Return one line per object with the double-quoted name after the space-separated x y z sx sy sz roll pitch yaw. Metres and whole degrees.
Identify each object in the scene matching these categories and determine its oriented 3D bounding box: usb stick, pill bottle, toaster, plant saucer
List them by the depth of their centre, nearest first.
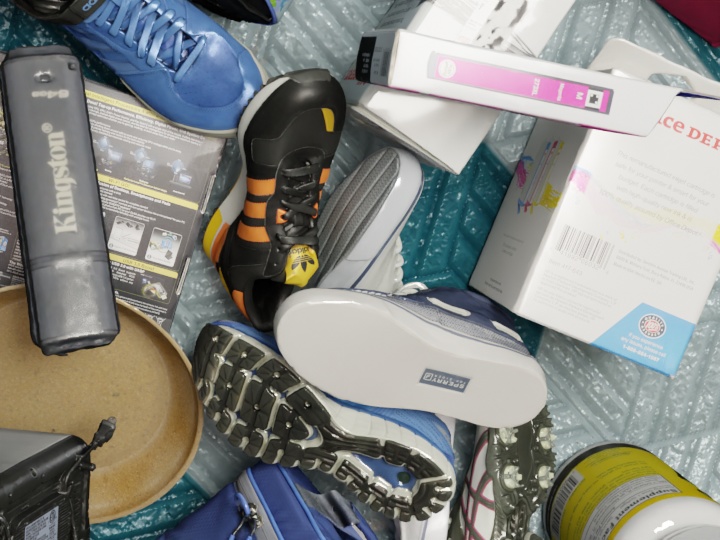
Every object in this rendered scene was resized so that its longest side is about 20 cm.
-0.247 0.195 0.725 0.118 0.200 0.183 7 98 12 "toaster"
-0.193 -0.046 0.744 0.055 0.033 0.202 -8 80 -11 "usb stick"
-0.207 0.088 0.811 0.198 0.036 0.202 -1 118 -2 "plant saucer"
0.212 0.203 0.834 0.113 0.200 0.115 -1 99 -9 "pill bottle"

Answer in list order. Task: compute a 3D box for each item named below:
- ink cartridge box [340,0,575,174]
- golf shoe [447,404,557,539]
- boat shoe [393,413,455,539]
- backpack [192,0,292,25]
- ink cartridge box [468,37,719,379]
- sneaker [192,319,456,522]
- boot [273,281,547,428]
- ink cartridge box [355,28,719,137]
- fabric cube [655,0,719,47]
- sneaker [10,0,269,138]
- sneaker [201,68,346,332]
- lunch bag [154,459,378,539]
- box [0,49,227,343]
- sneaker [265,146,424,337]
0.072 -0.171 0.785 0.083 0.144 0.201 34 93 -12 "ink cartridge box"
0.097 0.171 0.873 0.077 0.088 0.202 15 70 -44 "golf shoe"
0.032 0.139 0.869 0.065 0.074 0.202 4 87 -6 "boat shoe"
-0.093 -0.261 0.724 0.147 0.183 0.200 -46 123 -6 "backpack"
0.184 -0.049 0.831 0.128 0.125 0.201 22 93 -12 "ink cartridge box"
-0.024 0.093 0.799 0.199 0.089 0.079 31 117 -4 "sneaker"
0.028 0.043 0.780 0.199 0.091 0.073 21 116 -24 "boot"
0.102 -0.106 0.679 0.198 0.095 0.037 7 99 -12 "ink cartridge box"
0.259 -0.287 0.772 0.199 0.200 0.197 32 92 -14 "fabric cube"
-0.149 -0.160 0.736 0.200 0.111 0.077 41 94 11 "sneaker"
-0.045 -0.040 0.764 0.069 0.201 0.090 -11 59 -31 "sneaker"
-0.042 0.223 0.811 0.132 0.136 0.201 -35 127 -4 "lunch bag"
-0.207 -0.054 0.808 0.198 0.049 0.163 16 97 -11 "box"
0.000 0.000 0.821 0.070 0.073 0.201 15 127 -26 "sneaker"
